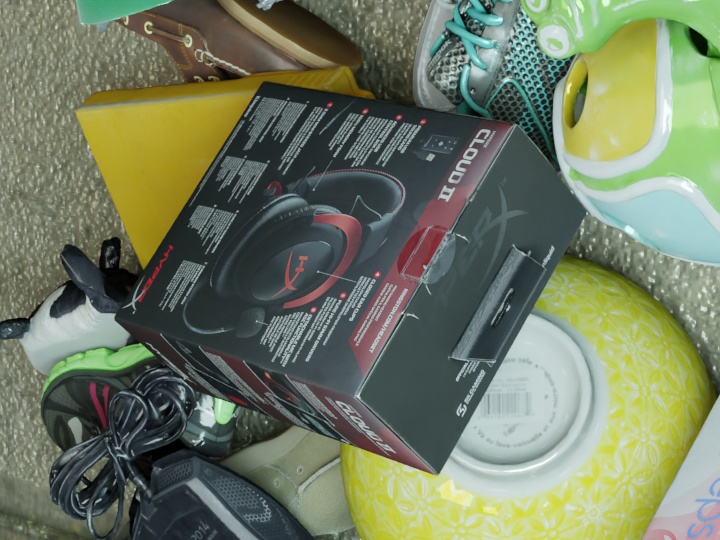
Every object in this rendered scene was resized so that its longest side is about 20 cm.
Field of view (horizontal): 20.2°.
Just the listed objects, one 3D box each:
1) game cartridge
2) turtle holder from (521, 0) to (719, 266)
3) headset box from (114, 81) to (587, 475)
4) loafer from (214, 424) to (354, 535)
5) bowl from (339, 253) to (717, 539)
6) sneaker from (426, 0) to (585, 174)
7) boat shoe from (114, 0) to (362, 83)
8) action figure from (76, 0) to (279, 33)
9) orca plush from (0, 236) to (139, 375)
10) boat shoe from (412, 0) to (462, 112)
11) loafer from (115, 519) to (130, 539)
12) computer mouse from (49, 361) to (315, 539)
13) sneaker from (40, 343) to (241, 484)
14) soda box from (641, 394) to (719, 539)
[{"bbox_3d":[-0.052,-0.027,1.142,0.199,0.032,0.177,-2,121,36],"label":"game cartridge"},{"bbox_3d":[0.152,-0.070,0.914,0.131,0.185,0.142,-13,84,32],"label":"turtle holder"},{"bbox_3d":[0.000,0.000,0.954,0.199,0.075,0.149,13,66,45],"label":"headset box"},{"bbox_3d":[-0.010,0.111,1.149,0.200,0.075,0.069,-31,80,46],"label":"loafer"},{"bbox_3d":[0.077,0.073,0.988,0.198,0.108,0.202,-4,70,11],"label":"bowl"},{"bbox_3d":[0.074,-0.115,0.981,0.078,0.091,0.201,-126,23,-47],"label":"sneaker"},{"bbox_3d":[-0.079,-0.137,1.161,0.200,0.070,0.071,38,112,37],"label":"boat shoe"},{"bbox_3d":[-0.055,-0.184,1.098,0.198,0.055,0.119,-15,44,6],"label":"action figure"},{"bbox_3d":[-0.167,0.010,1.223,0.104,0.200,0.072,5,74,-2],"label":"orca plush"},{"bbox_3d":[0.071,-0.157,1.040,0.072,0.068,0.201,46,121,23],"label":"boat shoe"},{"bbox_3d":[-0.146,0.182,1.266,0.199,0.072,0.063,-30,73,39],"label":"loafer"},{"bbox_3d":[-0.071,0.149,1.128,0.200,0.053,0.139,48,125,4],"label":"computer mouse"},{"bbox_3d":[-0.137,0.092,1.211,0.200,0.076,0.085,-21,60,55],"label":"sneaker"},{"bbox_3d":[0.184,0.107,0.911,0.070,0.200,0.064,-3,125,37],"label":"soda box"}]
